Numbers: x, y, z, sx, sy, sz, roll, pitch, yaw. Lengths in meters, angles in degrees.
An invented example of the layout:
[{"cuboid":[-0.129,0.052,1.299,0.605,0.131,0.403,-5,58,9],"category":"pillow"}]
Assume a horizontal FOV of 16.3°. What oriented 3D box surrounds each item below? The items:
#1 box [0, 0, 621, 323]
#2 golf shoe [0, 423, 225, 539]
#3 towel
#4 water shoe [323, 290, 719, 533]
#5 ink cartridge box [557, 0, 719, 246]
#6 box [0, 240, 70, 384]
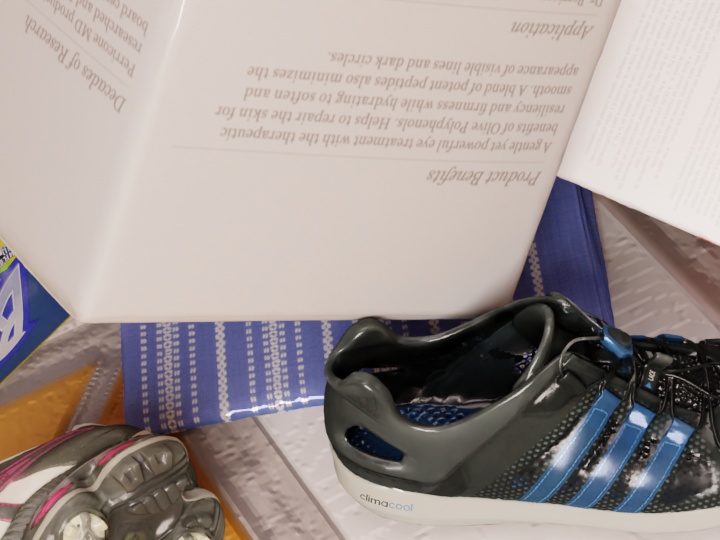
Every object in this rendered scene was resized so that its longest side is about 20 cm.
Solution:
[{"cuboid":[-0.046,-0.098,0.940,0.199,0.172,0.200,0,28,-39],"category":"box"},{"cuboid":[-0.146,0.122,0.904,0.200,0.077,0.088,-29,27,-22],"category":"golf shoe"},{"cuboid":[0.000,0.000,1.029,0.199,0.024,0.145,-10,46,3],"category":"towel"},{"cuboid":[0.085,0.049,0.916,0.199,0.079,0.072,-7,44,3],"category":"water shoe"},{"cuboid":[0.148,-0.067,0.994,0.199,0.109,0.050,24,9,10],"category":"ink cartridge box"},{"cuboid":[-0.201,0.040,0.989,0.070,0.064,0.200,23,53,30],"category":"box"}]
